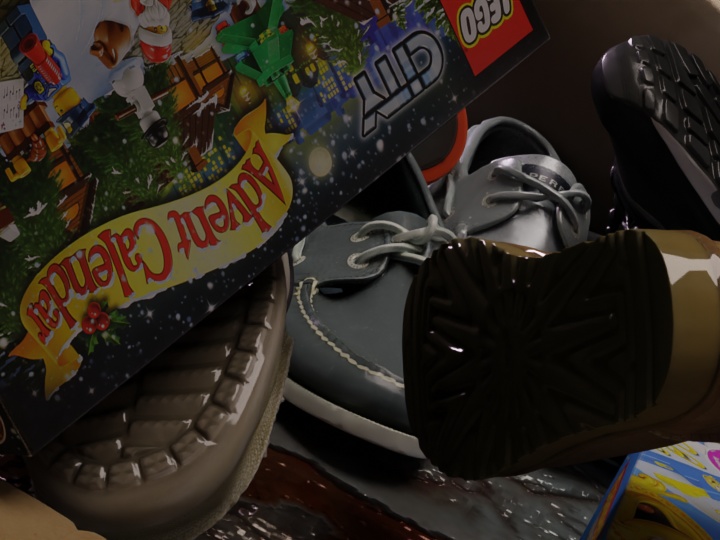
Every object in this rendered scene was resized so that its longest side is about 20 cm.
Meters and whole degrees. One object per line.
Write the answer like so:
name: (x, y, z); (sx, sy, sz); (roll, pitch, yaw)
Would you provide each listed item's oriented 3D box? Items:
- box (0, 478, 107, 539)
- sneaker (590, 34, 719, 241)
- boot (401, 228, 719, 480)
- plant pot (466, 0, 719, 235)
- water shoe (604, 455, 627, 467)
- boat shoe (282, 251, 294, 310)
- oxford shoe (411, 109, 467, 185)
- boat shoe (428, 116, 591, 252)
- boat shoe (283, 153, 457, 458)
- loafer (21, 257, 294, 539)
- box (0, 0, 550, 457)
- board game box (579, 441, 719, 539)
box: (-0.131, 0.063, 0.500); (0.163, 0.021, 0.200); (30, 16, 10)
sneaker: (0.119, -0.003, 0.925); (0.200, 0.088, 0.076); (48, 26, -42)
boot: (0.131, 0.028, 0.684); (0.200, 0.066, 0.175); (3, -3, -24)
plant pot: (0.127, -0.092, 1.083); (0.200, 0.200, 0.174); (8, 25, -49)
water shoe: (0.156, 0.059, 0.883); (0.200, 0.072, 0.079); (14, 18, -40)
boat shoe: (-0.085, -0.044, 0.823); (0.200, 0.073, 0.063); (43, 4, 24)
oxford shoe: (-0.063, -0.059, 0.958); (0.200, 0.071, 0.073); (13, -18, -16)
boat shoe: (0.053, -0.014, 0.950); (0.070, 0.072, 0.201); (25, 17, -8)
boat shoe: (0.000, 0.000, 0.838); (0.073, 0.062, 0.200); (24, 16, -13)
loafer: (-0.052, 0.016, 0.686); (0.076, 0.068, 0.200); (-7, 33, 5)
box: (-0.052, -0.066, 0.616); (0.200, 0.137, 0.038); (-40, 22, -33)
board game box: (0.144, 0.129, 0.671); (0.200, 0.056, 0.196); (28, 15, 5)
